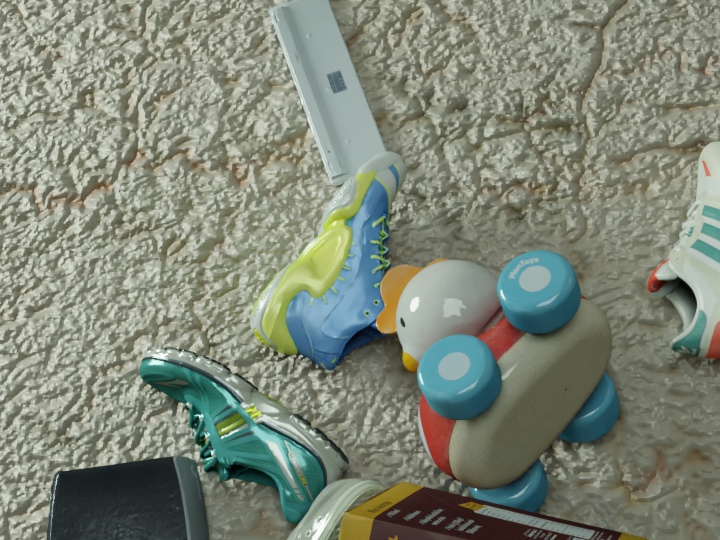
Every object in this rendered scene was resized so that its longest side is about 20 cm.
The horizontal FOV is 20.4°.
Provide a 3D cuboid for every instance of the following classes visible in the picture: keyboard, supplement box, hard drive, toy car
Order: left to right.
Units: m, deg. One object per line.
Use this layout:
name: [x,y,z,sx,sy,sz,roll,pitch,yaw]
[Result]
hard drive: [-0.185,0.244,1.585,0.134,0.042,0.201,-7,62,2]
keyboard: [-0.028,-0.166,1.802,0.056,0.011,0.201,-16,62,-8]
toy car: [0.079,0.063,1.591,0.200,0.185,0.177,32,70,38]
supplement box: [0.091,0.248,1.448,0.199,0.197,0.134,11,93,12]

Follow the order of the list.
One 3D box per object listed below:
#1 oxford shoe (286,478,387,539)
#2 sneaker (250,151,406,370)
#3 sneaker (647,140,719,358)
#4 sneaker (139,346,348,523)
oxford shoe: [-0.048,0.244,1.566,0.200,0.075,0.058,-51,29,-9]
sneaker: [0.000,0.000,1.685,0.105,0.076,0.200,35,78,8]
sneaker: [0.282,-0.018,1.657,0.093,0.070,0.201,-3,65,-2]
sneaker: [-0.105,0.128,1.622,0.200,0.078,0.080,33,79,20]
